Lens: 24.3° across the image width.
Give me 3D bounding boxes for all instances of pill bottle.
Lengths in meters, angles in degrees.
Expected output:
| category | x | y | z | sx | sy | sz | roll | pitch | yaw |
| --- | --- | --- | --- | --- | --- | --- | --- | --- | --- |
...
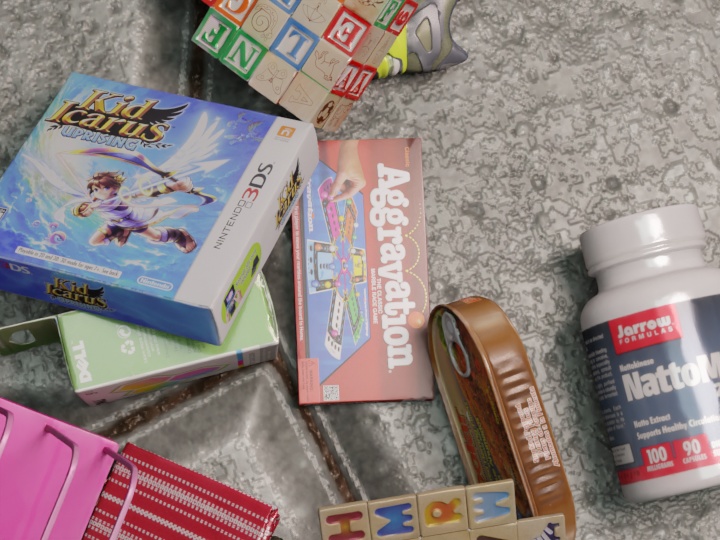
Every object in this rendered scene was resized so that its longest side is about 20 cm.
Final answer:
| category | x | y | z | sx | sy | sz | roll | pitch | yaw |
| --- | --- | --- | --- | --- | --- | --- | --- | --- | --- |
| pill bottle | 0.226 | 0.060 | 1.217 | 0.119 | 0.120 | 0.200 | -13 | 81 | -6 |

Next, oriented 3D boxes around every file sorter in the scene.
| category | x | y | z | sx | sy | sz | roll | pitch | yaw |
| --- | --- | --- | --- | --- | --- | --- | --- | --- | --- |
| file sorter | -0.268 | 0.153 | 1.124 | 0.200 | 0.125 | 0.139 | 24 | 84 | -20 |

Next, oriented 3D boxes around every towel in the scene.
| category | x | y | z | sx | sy | sz | roll | pitch | yaw |
| --- | --- | --- | --- | --- | --- | --- | --- | --- | --- |
| towel | -0.148 | 0.237 | 1.176 | 0.144 | 0.022 | 0.200 | 19 | 83 | 29 |

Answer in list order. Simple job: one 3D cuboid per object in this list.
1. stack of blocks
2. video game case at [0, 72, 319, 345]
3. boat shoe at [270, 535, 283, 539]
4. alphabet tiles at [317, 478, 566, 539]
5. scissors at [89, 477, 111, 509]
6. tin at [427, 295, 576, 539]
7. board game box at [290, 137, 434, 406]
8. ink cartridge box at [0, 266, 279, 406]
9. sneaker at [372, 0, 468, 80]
| category | x | y | z | sx | sy | sz | roll | pitch | yaw |
| --- | --- | --- | --- | --- | --- | --- | --- | --- | --- |
| stack of blocks | -0.073 | -0.207 | 1.239 | 0.200 | 0.059 | 0.115 | 38 | 101 | 16 |
| video game case | -0.154 | -0.049 | 1.180 | 0.200 | 0.045 | 0.181 | 13 | 51 | 17 |
| boat shoe | -0.072 | 0.292 | 1.182 | 0.074 | 0.076 | 0.200 | 23 | 84 | -17 |
| alphabet tiles | 0.046 | 0.225 | 1.149 | 0.200 | 0.006 | 0.167 | -8 | 114 | -4 |
| scissors | -0.180 | 0.158 | 1.225 | 0.200 | 0.014 | 0.073 | -3 | 81 | -4 |
| tin | 0.100 | 0.115 | 1.198 | 0.042 | 0.112 | 0.200 | -18 | 91 | -21 |
| board game box | 0.000 | 0.000 | 1.261 | 0.103 | 0.019 | 0.200 | -2 | 81 | -6 |
| ink cartridge box | -0.161 | 0.055 | 1.198 | 0.200 | 0.104 | 0.059 | -14 | 81 | -6 |
| sneaker | 0.047 | -0.243 | 1.285 | 0.081 | 0.074 | 0.200 | 4 | 88 | -10 |
